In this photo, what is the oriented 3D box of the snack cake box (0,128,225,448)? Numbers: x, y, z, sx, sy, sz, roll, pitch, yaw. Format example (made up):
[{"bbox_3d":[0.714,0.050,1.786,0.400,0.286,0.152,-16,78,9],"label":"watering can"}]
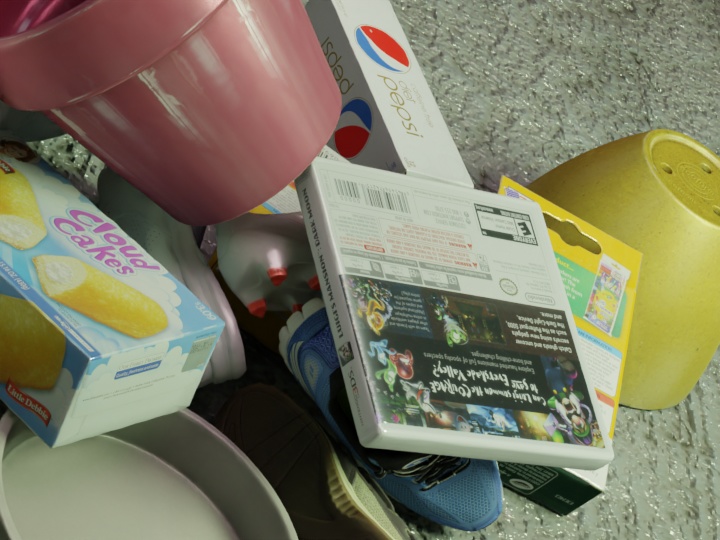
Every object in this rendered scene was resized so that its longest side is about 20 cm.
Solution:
[{"bbox_3d":[-0.188,0.006,1.391,0.200,0.067,0.115,40,32,25],"label":"snack cake box"}]

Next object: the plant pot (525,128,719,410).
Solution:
[{"bbox_3d":[0.209,-0.019,1.798,0.199,0.142,0.201,26,35,-20],"label":"plant pot"}]

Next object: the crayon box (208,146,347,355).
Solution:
[{"bbox_3d":[-0.029,0.001,1.605,0.125,0.052,0.200,36,32,-6],"label":"crayon box"}]

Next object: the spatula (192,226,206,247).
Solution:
[{"bbox_3d":[-0.099,-0.064,1.639,0.200,0.056,0.021,-71,151,-50],"label":"spatula"}]

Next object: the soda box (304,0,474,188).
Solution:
[{"bbox_3d":[0.010,-0.118,1.793,0.068,0.064,0.201,12,42,-37],"label":"soda box"}]

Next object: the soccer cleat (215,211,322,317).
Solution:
[{"bbox_3d":[0.000,0.000,1.511,0.199,0.069,0.078,13,39,-34],"label":"soccer cleat"}]

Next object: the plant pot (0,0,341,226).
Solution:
[{"bbox_3d":[-0.110,-0.133,1.427,0.179,0.199,0.200,52,25,-29],"label":"plant pot"}]

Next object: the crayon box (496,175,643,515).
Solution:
[{"bbox_3d":[0.116,0.050,1.657,0.125,0.052,0.201,28,52,-18],"label":"crayon box"}]

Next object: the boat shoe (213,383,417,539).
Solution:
[{"bbox_3d":[-0.017,0.150,1.442,0.201,0.072,0.066,47,4,35],"label":"boat shoe"}]

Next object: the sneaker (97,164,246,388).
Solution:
[{"bbox_3d":[-0.142,0.001,1.499,0.088,0.076,0.200,-19,43,-12],"label":"sneaker"}]

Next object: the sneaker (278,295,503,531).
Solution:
[{"bbox_3d":[0.025,0.103,1.477,0.200,0.078,0.089,46,9,-36],"label":"sneaker"}]

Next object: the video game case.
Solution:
[{"bbox_3d":[0.057,0.028,1.464,0.199,0.023,0.183,10,55,-42],"label":"video game case"}]

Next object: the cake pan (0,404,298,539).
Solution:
[{"bbox_3d":[-0.123,0.147,1.357,0.200,0.037,0.201,27,34,-20],"label":"cake pan"}]

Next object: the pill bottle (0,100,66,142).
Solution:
[{"bbox_3d":[-0.195,-0.144,1.569,0.113,0.113,0.200,48,32,14],"label":"pill bottle"}]
